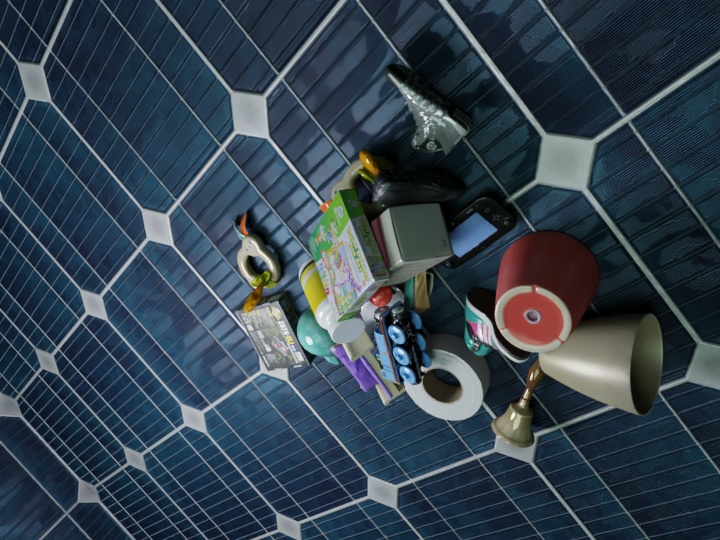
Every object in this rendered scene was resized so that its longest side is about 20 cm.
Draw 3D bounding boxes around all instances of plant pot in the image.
[{"bbox_3d":[0.347,0.048,1.169,0.197,0.177,0.204,13,122,22],"label":"plant pot"},{"bbox_3d":[0.461,0.170,1.192,0.198,0.187,0.190,3,120,43],"label":"plant pot"}]

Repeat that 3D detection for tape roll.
[{"bbox_3d":[0.202,0.252,1.436,0.199,0.071,0.205,14,124,21],"label":"tape roll"}]

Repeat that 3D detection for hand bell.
[{"bbox_3d":[0.374,0.284,1.363,0.103,0.104,0.203,21,114,16],"label":"hand bell"}]

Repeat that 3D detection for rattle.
[{"bbox_3d":[-0.028,-0.160,1.251,0.197,0.143,0.132,-18,97,23],"label":"rattle"},{"bbox_3d":[-0.291,-0.023,1.510,0.129,0.142,0.203,14,132,43],"label":"rattle"}]

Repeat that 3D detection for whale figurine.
[{"bbox_3d":[-0.097,0.176,1.513,0.158,0.104,0.201,37,154,26],"label":"whale figurine"}]

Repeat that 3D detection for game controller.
[{"bbox_3d":[0.219,-0.077,1.240,0.103,0.043,0.199,28,133,-27],"label":"game controller"}]

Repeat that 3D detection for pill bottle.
[{"bbox_3d":[-0.062,0.064,1.385,0.201,0.110,0.112,62,143,41],"label":"pill bottle"}]

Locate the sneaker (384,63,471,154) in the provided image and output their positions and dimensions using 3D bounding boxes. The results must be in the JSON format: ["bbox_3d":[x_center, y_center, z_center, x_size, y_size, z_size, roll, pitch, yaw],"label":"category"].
[{"bbox_3d":[0.107,-0.295,1.169,0.199,0.075,0.116,39,131,2],"label":"sneaker"}]

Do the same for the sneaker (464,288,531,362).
[{"bbox_3d":[0.282,0.146,1.287,0.201,0.082,0.122,-122,23,-43],"label":"sneaker"}]

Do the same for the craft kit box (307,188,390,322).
[{"bbox_3d":[-0.030,-0.026,1.237,0.198,0.048,0.203,-48,58,51],"label":"craft kit box"}]

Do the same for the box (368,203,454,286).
[{"bbox_3d":[0.072,-0.045,1.224,0.200,0.126,0.111,-33,68,57],"label":"box"}]

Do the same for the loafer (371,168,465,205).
[{"bbox_3d":[0.113,-0.157,1.194,0.071,0.197,0.069,113,146,-42],"label":"loafer"}]

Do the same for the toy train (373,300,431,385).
[{"bbox_3d":[0.085,0.163,1.346,0.113,0.086,0.203,12,128,45],"label":"toy train"}]

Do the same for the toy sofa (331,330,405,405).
[{"bbox_3d":[0.019,0.237,1.458,0.097,0.083,0.201,-33,127,0],"label":"toy sofa"}]

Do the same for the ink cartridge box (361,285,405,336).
[{"bbox_3d":[0.027,0.075,1.443,0.109,0.050,0.200,43,128,1],"label":"ink cartridge box"}]

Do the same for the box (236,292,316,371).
[{"bbox_3d":[-0.227,0.170,1.640,0.158,0.049,0.202,-15,109,32],"label":"box"}]

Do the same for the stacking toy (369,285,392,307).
[{"bbox_3d":[0.000,0.000,1.351,0.201,0.085,0.086,52,132,21],"label":"stacking toy"}]

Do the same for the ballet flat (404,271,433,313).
[{"bbox_3d":[0.129,-0.007,1.332,0.062,0.069,0.204,-5,107,-19],"label":"ballet flat"}]
